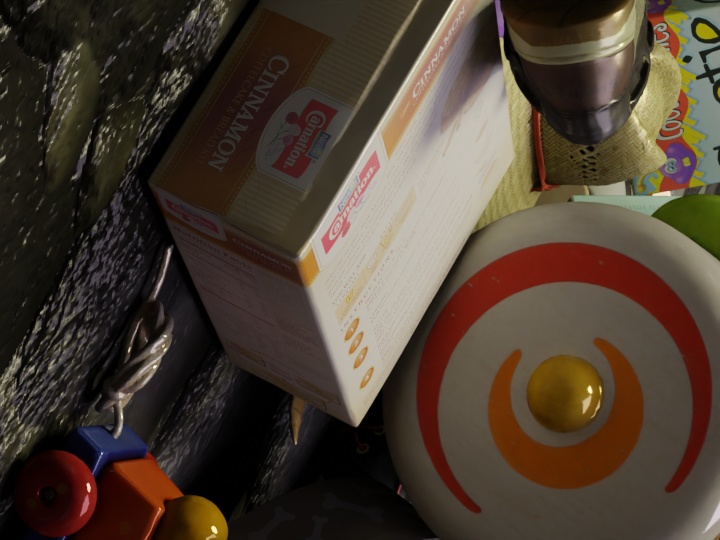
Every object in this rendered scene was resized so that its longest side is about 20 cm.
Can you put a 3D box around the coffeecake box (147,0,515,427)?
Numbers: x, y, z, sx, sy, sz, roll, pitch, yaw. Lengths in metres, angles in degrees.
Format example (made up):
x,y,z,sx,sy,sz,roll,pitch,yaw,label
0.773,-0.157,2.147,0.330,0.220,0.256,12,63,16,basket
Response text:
x,y,z,sx,sy,sz,roll,pitch,yaw,label
-0.005,-0.044,1.049,0.154,0.073,0.200,-59,163,-17,coffeecake box

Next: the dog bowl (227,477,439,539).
x,y,z,sx,sy,sz,roll,pitch,yaw,label
-0.037,0.182,1.221,0.200,0.059,0.200,-28,147,-20,dog bowl

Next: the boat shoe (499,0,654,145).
x,y,z,sx,sy,sz,roll,pitch,yaw,label
0.090,-0.105,1.077,0.200,0.073,0.065,-66,152,-69,boat shoe

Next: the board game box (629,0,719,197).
x,y,z,sx,sy,sz,roll,pitch,yaw,label
0.235,-0.121,1.349,0.103,0.200,0.105,-89,167,-64,board game box

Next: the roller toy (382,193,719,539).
x,y,z,sx,sy,sz,roll,pitch,yaw,label
0.109,0.065,1.169,0.140,0.182,0.200,23,61,-71,roller toy

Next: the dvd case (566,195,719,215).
x,y,z,sx,sy,sz,roll,pitch,yaw,label
0.139,0.016,1.414,0.146,0.022,0.200,-1,152,-26,dvd case

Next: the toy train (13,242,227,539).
x,y,z,sx,sy,sz,roll,pitch,yaw,label
-0.073,0.103,0.996,0.200,0.116,0.085,-65,164,7,toy train

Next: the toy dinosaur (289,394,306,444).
x,y,z,sx,sy,sz,roll,pitch,yaw,label
0.000,0.000,1.192,0.106,0.060,0.200,46,62,-60,toy dinosaur

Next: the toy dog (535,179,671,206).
x,y,z,sx,sy,sz,roll,pitch,yaw,label
0.159,-0.054,1.493,0.200,0.096,0.132,-60,164,-8,toy dog

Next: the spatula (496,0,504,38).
x,y,z,sx,sy,sz,roll,pitch,yaw,label
0.034,-0.148,1.078,0.200,0.021,0.057,28,56,-69,spatula

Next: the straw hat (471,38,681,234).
x,y,z,sx,sy,sz,roll,pitch,yaw,label
0.115,-0.082,1.243,0.201,0.085,0.202,8,90,-77,straw hat

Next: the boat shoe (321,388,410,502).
x,y,z,sx,sy,sz,roll,pitch,yaw,label
0.015,0.109,1.350,0.074,0.063,0.202,-7,-117,63,boat shoe
